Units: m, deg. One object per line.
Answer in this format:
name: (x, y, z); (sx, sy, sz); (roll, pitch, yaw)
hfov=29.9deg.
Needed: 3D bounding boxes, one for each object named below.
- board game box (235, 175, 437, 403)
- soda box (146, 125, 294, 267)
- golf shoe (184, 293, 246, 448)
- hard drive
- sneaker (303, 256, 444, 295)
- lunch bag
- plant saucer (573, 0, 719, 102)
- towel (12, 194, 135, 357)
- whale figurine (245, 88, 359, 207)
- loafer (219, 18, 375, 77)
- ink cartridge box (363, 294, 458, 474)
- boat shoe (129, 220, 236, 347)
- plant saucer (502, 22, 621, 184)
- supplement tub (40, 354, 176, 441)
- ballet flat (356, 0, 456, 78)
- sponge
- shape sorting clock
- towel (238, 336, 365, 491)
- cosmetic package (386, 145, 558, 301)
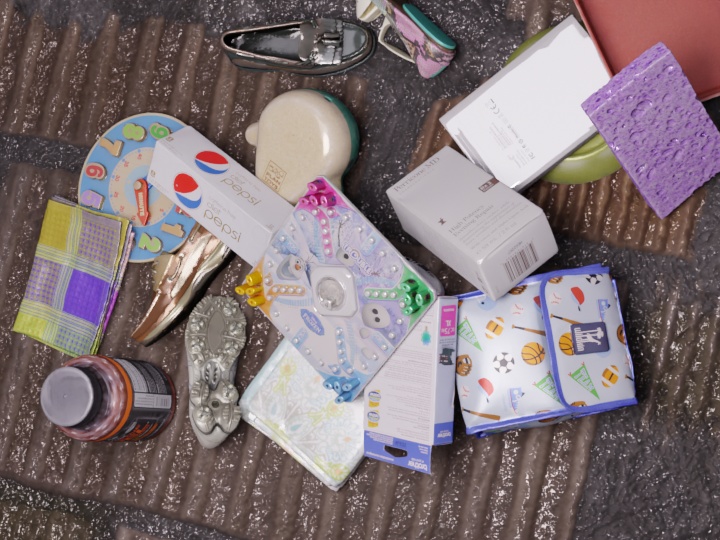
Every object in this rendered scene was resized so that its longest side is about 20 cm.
board game box: (-0.035, 0.026, 1.565); (0.200, 0.026, 0.200); (47, 125, 14)
soda box: (-0.170, -0.092, 1.675); (0.200, 0.064, 0.068); (38, 133, 17)
golf shoe: (-0.189, 0.128, 1.697); (0.078, 0.097, 0.200); (8, 57, -10)
hard drive: (0.211, -0.191, 1.606); (0.200, 0.027, 0.132); (-38, 75, 9)
sneaker: (0.000, 0.000, 1.632); (0.200, 0.115, 0.075); (24, 91, 18)
lunch bag: (0.207, 0.092, 1.554); (0.199, 0.124, 0.171); (-11, 80, 11)
plant saucer: (0.360, -0.280, 1.568); (0.200, 0.037, 0.200); (-20, 77, -9)
towel: (-0.381, 0.009, 1.782); (0.143, 0.023, 0.201); (21, 97, 23)
whale figurine: (-0.075, -0.134, 1.696); (0.159, 0.104, 0.200); (38, 119, 18)
loafer: (-0.083, -0.286, 1.721); (0.199, 0.063, 0.072); (-1, 83, 17)
ink cartridge box: (0.056, 0.125, 1.561); (0.119, 0.042, 0.201); (6, 94, 47)
boat shoe: (-0.228, 0.005, 1.720); (0.074, 0.076, 0.200); (39, 86, 3)
plant saucer: (0.254, -0.205, 1.625); (0.199, 0.031, 0.201); (-2, 82, 17)
supplement tub: (-0.314, 0.158, 1.665); (0.107, 0.200, 0.107); (-2, 83, 18)
ballet flat: (0.040, -0.321, 1.693); (0.071, 0.069, 0.200); (-45, 72, 28)
sponge: (0.336, -0.153, 1.513); (0.111, 0.200, 0.030); (-39, 40, 8)
shape sorting clock: (-0.285, -0.110, 1.774); (0.199, 0.039, 0.201); (-2, 82, 17)
towel: (-0.036, 0.146, 1.663); (0.171, 0.048, 0.200); (38, 95, 15)
cosmetic package: (0.127, -0.058, 1.565); (0.102, 0.074, 0.200); (-38, 42, -11)
